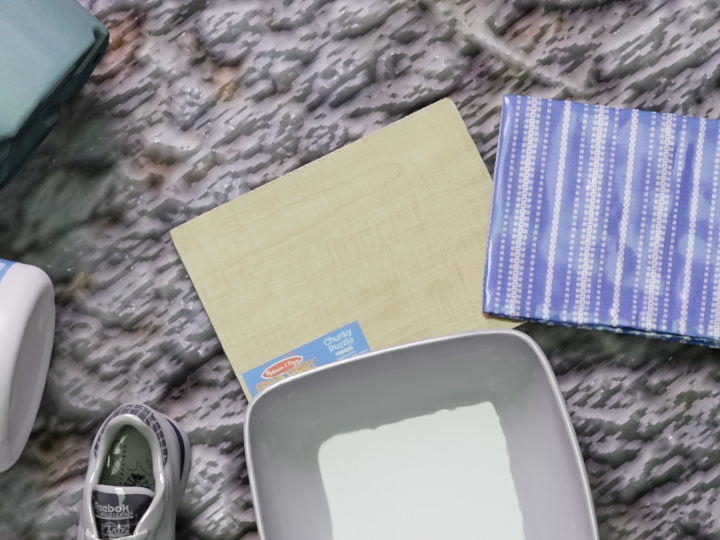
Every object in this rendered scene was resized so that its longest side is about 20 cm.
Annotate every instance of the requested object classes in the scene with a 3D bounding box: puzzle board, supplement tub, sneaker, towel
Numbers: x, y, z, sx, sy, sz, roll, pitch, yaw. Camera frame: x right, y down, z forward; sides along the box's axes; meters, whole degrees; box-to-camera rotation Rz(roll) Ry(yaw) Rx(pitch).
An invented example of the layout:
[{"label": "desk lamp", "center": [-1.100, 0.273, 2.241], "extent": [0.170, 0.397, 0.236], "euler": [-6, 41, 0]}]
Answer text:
[{"label": "puzzle board", "center": [0.000, 0.000, 1.666], "extent": [0.200, 0.017, 0.151], "euler": [-26, 83, 0]}, {"label": "supplement tub", "center": [-0.297, 0.043, 1.617], "extent": [0.199, 0.132, 0.132], "euler": [12, 83, 4]}, {"label": "sneaker", "center": [-0.148, 0.181, 1.617], "extent": [0.076, 0.081, 0.201], "euler": [2, 84, 2]}, {"label": "towel", "center": [0.180, -0.029, 1.648], "extent": [0.199, 0.024, 0.145], "euler": [7, 80, -1]}]

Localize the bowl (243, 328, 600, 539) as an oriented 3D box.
[{"label": "bowl", "center": [0.039, 0.146, 1.610], "extent": [0.199, 0.075, 0.201], "euler": [-14, 85, 1]}]

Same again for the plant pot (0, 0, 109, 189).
[{"label": "plant pot", "center": [-0.273, -0.147, 1.620], "extent": [0.196, 0.200, 0.200], "euler": [38, 86, 0]}]
